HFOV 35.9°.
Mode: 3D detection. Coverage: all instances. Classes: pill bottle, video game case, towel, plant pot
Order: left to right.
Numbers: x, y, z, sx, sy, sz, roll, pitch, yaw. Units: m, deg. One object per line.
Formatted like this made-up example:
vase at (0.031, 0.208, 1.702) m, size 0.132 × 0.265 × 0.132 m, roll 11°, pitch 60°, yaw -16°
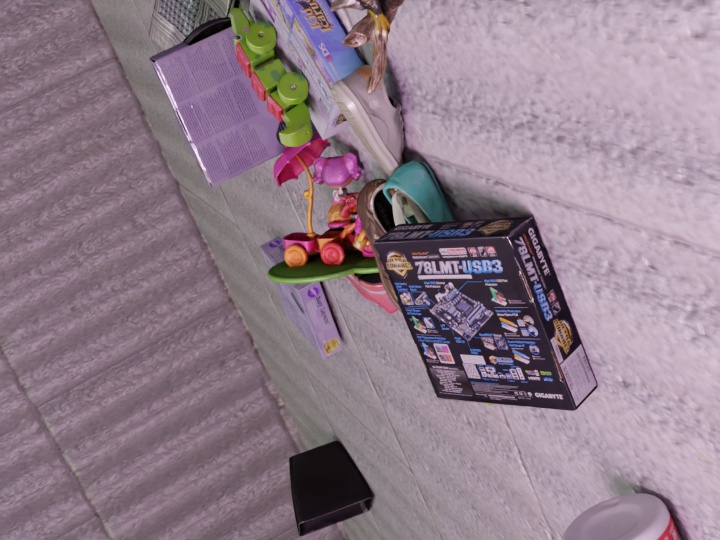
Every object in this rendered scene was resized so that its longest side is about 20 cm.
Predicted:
towel at (-0.243, -0.369, 1.647) m, size 0.200 × 0.034 × 0.193 m, roll 47°, pitch 133°, yaw 23°
video game case at (-0.067, -0.280, 1.353) m, size 0.201 × 0.045 × 0.181 m, roll 60°, pitch 168°, yaw 5°
plant pot at (-0.094, 0.556, 2.873) m, size 0.200 × 0.198 × 0.178 m, roll 97°, pitch 153°, yaw -69°
pill bottle at (0.291, 0.338, 1.115) m, size 0.201 × 0.113 × 0.114 m, roll 63°, pitch 167°, yaw -10°

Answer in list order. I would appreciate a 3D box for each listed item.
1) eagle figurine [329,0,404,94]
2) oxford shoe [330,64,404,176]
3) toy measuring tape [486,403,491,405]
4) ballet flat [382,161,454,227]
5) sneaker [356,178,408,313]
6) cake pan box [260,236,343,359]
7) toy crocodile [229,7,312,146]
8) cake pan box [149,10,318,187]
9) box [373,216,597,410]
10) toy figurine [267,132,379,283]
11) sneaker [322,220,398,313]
eagle figurine at (0.018, -0.265, 0.911) m, size 0.200 × 0.150 × 0.153 m, roll 68°, pitch 180°, yaw -73°
oxford shoe at (0.024, -0.162, 1.245) m, size 0.075 × 0.058 × 0.200 m, roll 47°, pitch 176°, yaw 27°
toy measuring tape at (0.152, 0.094, 1.253) m, size 0.074 × 0.073 × 0.200 m, roll 57°, pitch 159°, yaw 19°
ballet flat at (0.087, -0.027, 1.234) m, size 0.201 × 0.070 × 0.067 m, roll 58°, pitch 163°, yaw 12°
sneaker at (0.053, -0.020, 1.377) m, size 0.201 × 0.070 × 0.076 m, roll 60°, pitch 166°, yaw 4°
cake pan box at (-0.118, 0.052, 2.180) m, size 0.200 × 0.052 × 0.185 m, roll 44°, pitch 156°, yaw 52°
toy crocodile at (-0.113, -0.241, 1.379) m, size 0.201 × 0.061 × 0.068 m, roll 58°, pitch 167°, yaw 15°
cake pan box at (-0.166, -0.240, 1.509) m, size 0.052 × 0.183 × 0.201 m, roll 34°, pitch 151°, yaw 62°
box at (0.125, 0.045, 1.145) m, size 0.199 × 0.050 × 0.200 m, roll -2°, pitch 116°, yaw 50°
toy figurine at (-0.043, -0.092, 1.489) m, size 0.150 × 0.199 × 0.186 m, roll -36°, pitch -60°, yaw -62°
sneaker at (0.000, 0.000, 1.617) m, size 0.200 × 0.073 × 0.087 m, roll 47°, pitch 165°, yaw 52°
